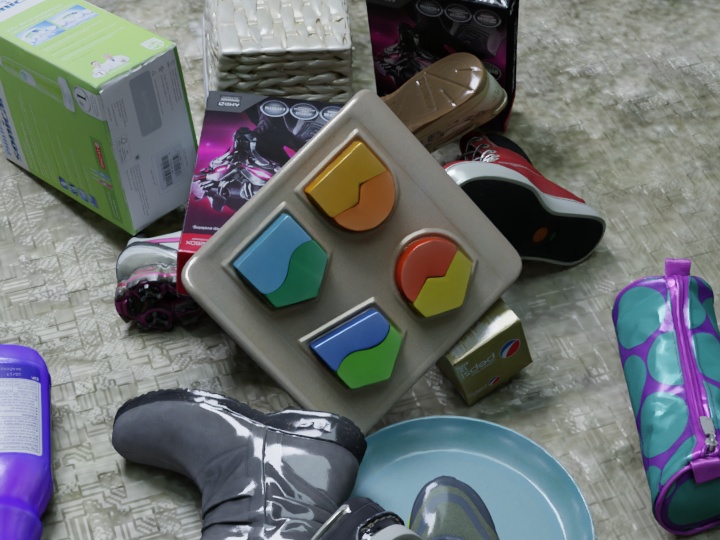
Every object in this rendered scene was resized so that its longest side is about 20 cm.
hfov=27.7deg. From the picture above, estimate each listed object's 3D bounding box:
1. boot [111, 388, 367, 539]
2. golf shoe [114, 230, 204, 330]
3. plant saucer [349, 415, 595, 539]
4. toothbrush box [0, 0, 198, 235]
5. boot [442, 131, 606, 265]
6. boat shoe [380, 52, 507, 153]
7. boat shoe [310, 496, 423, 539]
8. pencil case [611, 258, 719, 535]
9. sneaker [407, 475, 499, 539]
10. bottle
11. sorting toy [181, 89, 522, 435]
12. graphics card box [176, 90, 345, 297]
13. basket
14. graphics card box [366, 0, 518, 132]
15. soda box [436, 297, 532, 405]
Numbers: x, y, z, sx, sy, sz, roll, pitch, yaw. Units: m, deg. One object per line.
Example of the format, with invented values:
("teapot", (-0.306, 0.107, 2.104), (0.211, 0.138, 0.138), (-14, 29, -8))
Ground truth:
("boot", (-0.101, 0.156, 1.015), (0.199, 0.070, 0.132), (1, 49, 20))
("golf shoe", (-0.099, -0.008, 1.182), (0.199, 0.073, 0.092), (-2, 45, -3))
("plant saucer", (0.065, 0.189, 1.031), (0.199, 0.027, 0.201), (1, 47, -1))
("toothbrush box", (-0.233, -0.141, 1.230), (0.200, 0.146, 0.086), (27, 50, 38))
("boot", (0.098, -0.075, 1.209), (0.200, 0.073, 0.144), (13, 28, -48))
("boat shoe", (0.032, -0.115, 1.262), (0.199, 0.063, 0.074), (-24, 57, 25))
("boat shoe", (-0.039, 0.233, 0.922), (0.060, 0.074, 0.200), (33, 89, 45))
("pencil case", (0.242, 0.093, 1.084), (0.085, 0.093, 0.200), (-1, 45, -3))
("sneaker", (0.067, 0.214, 0.931), (0.074, 0.081, 0.201), (-3, 50, -4))
("bottle", (-0.260, 0.144, 1.036), (0.083, 0.065, 0.200), (-4, 47, -10))
("sorting toy", (0.000, 0.000, 1.050), (0.200, 0.185, 0.036), (-46, 16, -10))
("graphics card box", (-0.071, -0.059, 1.147), (0.125, 0.051, 0.200), (6, 43, -1))
("basket", (-0.078, -0.211, 1.341), (0.135, 0.124, 0.200), (-3, 46, -7))
("graphics card box", (0.074, -0.201, 1.276), (0.125, 0.200, 0.051), (14, 65, 10))
("soda box", (0.053, 0.009, 1.165), (0.064, 0.068, 0.200), (-33, 54, -6))
